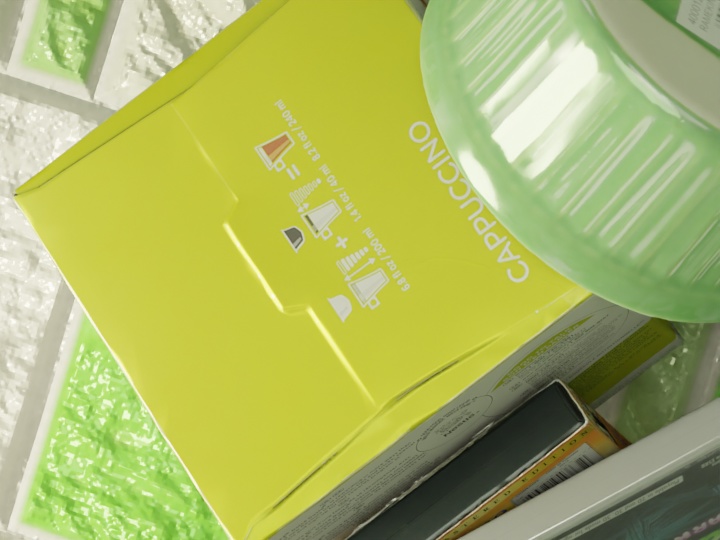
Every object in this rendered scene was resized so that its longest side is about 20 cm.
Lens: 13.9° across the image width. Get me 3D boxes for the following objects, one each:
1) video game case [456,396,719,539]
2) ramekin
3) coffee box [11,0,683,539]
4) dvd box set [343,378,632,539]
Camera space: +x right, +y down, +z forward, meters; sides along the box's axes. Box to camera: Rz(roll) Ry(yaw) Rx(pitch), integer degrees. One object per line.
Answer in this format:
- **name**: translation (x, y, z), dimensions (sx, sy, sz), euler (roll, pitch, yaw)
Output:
- **video game case**: translation (0.101, 0.145, 1.337), dimensions (0.200, 0.182, 0.023), euler (-28, 59, -5)
- **ramekin**: translation (0.134, -0.087, 1.231), dimensions (0.200, 0.200, 0.098), euler (46, 134, 5)
- **coffee box**: translation (0.000, 0.000, 1.336), dimensions (0.200, 0.198, 0.200), euler (-37, 73, 7)
- **dvd box set**: translation (0.075, 0.132, 1.350), dimensions (0.146, 0.200, 0.029), euler (-38, 59, 8)
